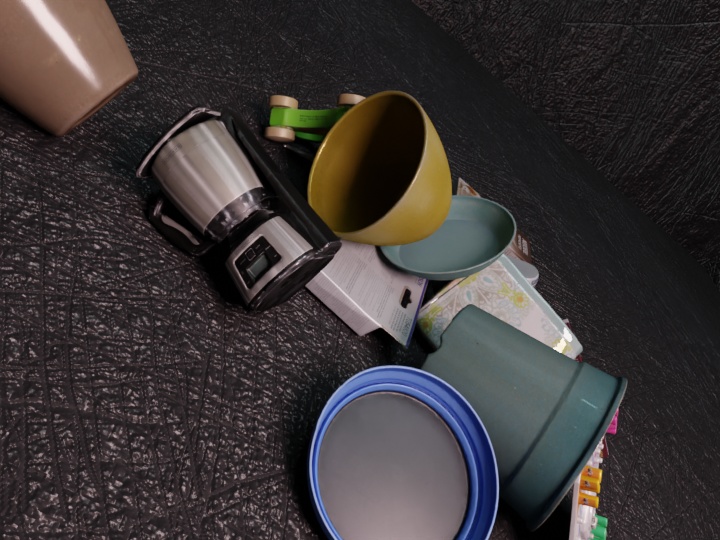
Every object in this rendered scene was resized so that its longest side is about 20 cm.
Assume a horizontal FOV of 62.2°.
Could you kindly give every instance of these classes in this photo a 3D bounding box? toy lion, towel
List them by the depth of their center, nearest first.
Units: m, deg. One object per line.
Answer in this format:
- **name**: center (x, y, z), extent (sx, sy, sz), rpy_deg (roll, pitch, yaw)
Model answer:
- **towel**: center (0.191, 0.089, 0.854), extent (0.201, 0.170, 0.048), rpy_deg (51, -4, 13)
- **toy lion**: center (-0.026, -0.223, 0.956), extent (0.196, 0.070, 0.191), rpy_deg (8, 1, 25)

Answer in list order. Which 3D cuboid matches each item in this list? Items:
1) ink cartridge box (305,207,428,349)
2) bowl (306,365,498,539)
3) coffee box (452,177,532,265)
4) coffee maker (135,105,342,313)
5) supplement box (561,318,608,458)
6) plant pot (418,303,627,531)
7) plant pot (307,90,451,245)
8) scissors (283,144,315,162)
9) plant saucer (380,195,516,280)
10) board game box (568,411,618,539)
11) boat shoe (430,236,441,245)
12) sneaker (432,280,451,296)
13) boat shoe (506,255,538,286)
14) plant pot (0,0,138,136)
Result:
- **ink cartridge box**: center (0.000, 0.000, 0.832), extent (0.200, 0.041, 0.200), rpy_deg (42, 30, -7)
- **bowl**: center (0.040, 0.196, 0.583), extent (0.197, 0.039, 0.204), rpy_deg (11, 58, -17)
- **coffee box**: center (0.237, -0.072, 1.171), extent (0.199, 0.080, 0.115), rpy_deg (39, 31, -11)
- **coffee maker**: center (-0.117, -0.071, 0.672), extent (0.201, 0.134, 0.192), rpy_deg (51, 37, 2)
- **supplement box**: center (0.338, 0.190, 0.963), extent (0.202, 0.060, 0.110), rpy_deg (-86, 156, -51)
- **plant pot**: center (0.170, 0.154, 0.702), extent (0.195, 0.203, 0.199), rpy_deg (34, 27, 18)
- **plant pot**: center (0.046, -0.115, 0.809), extent (0.141, 0.199, 0.202), rpy_deg (27, 33, -44)
- **scissors**: center (-0.037, -0.160, 0.994), extent (0.197, 0.014, 0.075), rpy_deg (7, 79, -29)
- **plant saucer**: center (0.126, -0.044, 0.868), extent (0.202, 0.196, 0.036), rpy_deg (-84, 165, -53)
- **board game box**: center (0.279, 0.289, 0.716), extent (0.199, 0.025, 0.204), rpy_deg (-24, 116, -58)
- **boat shoe**: center (0.129, -0.047, 0.990), extent (0.064, 0.076, 0.202), rpy_deg (6, 27, 22)
- **sneaker**: center (0.186, 0.065, 0.970), extent (0.199, 0.070, 0.094), rpy_deg (37, 19, -18)
- **boat shoe**: center (0.212, 0.008, 1.065), extent (0.198, 0.092, 0.071), rpy_deg (28, 39, 25)
- **plant pot**: center (-0.322, -0.241, 0.600), extent (0.175, 0.198, 0.202), rpy_deg (51, 27, -23)
